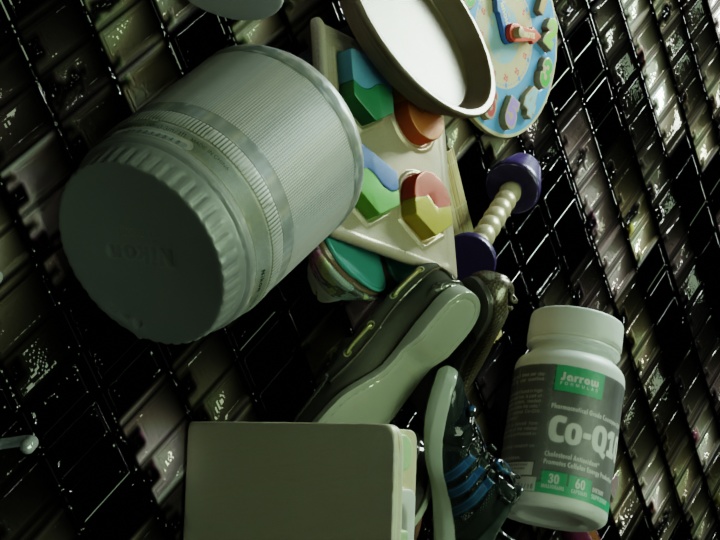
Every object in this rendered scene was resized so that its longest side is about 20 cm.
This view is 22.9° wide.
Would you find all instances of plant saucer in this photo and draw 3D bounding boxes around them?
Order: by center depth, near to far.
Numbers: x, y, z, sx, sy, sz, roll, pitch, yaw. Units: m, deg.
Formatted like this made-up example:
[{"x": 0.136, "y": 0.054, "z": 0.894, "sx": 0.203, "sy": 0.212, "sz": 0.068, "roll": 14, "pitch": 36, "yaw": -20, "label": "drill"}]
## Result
[{"x": 0.044, "y": -0.213, "z": 1.533, "sx": 0.200, "sy": 0.029, "sz": 0.201, "roll": 36, "pitch": 35, "yaw": -31, "label": "plant saucer"}]

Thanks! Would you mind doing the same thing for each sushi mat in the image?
[{"x": 0.088, "y": -0.008, "z": 1.679, "sx": 0.096, "sy": 0.012, "sz": 0.202, "roll": -39, "pitch": 119, "yaw": -49, "label": "sushi mat"}]

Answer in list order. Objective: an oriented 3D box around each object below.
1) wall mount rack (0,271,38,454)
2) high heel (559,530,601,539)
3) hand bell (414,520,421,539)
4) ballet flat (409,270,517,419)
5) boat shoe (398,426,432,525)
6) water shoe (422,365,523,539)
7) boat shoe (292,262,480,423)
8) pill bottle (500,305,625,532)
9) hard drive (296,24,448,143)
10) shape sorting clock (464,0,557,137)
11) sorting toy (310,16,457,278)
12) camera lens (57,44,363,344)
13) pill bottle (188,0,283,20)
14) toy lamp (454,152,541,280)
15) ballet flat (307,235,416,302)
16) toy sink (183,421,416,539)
[{"x": -0.263, "y": 0.077, "z": 1.098, "sx": 0.174, "sy": 0.074, "sz": 0.202, "roll": -46, "pitch": 127, "yaw": -73, "label": "wall mount rack"}, {"x": 0.233, "y": 0.237, "z": 1.793, "sx": 0.067, "sy": 0.095, "sz": 0.202, "roll": 20, "pitch": 72, "yaw": -52, "label": "high heel"}, {"x": 0.030, "y": 0.263, "z": 1.538, "sx": 0.104, "sy": 0.103, "sz": 0.202, "roll": 48, "pitch": 39, "yaw": -41, "label": "hand bell"}, {"x": 0.089, "y": 0.066, "z": 1.547, "sx": 0.046, "sy": 0.201, "sz": 0.068, "roll": -19, "pitch": 61, "yaw": -31, "label": "ballet flat"}, {"x": 0.002, "y": 0.204, "z": 1.493, "sx": 0.202, "sy": 0.071, "sz": 0.061, "roll": -59, "pitch": 137, "yaw": -35, "label": "boat shoe"}, {"x": 0.099, "y": 0.169, "z": 1.506, "sx": 0.072, "sy": 0.078, "sz": 0.202, "roll": -66, "pitch": 154, "yaw": -59, "label": "water shoe"}, {"x": 0.011, "y": 0.079, "z": 1.473, "sx": 0.202, "sy": 0.060, "sz": 0.072, "roll": -45, "pitch": 143, "yaw": 0, "label": "boat shoe"}, {"x": 0.198, "y": 0.144, "z": 1.738, "sx": 0.113, "sy": 0.112, "sz": 0.202, "roll": 32, "pitch": 62, "yaw": -49, "label": "pill bottle"}, {"x": -0.002, "y": -0.137, "z": 1.543, "sx": 0.200, "sy": 0.038, "sz": 0.141, "roll": -39, "pitch": 119, "yaw": -48, "label": "hard drive"}, {"x": 0.141, "y": -0.232, "z": 1.748, "sx": 0.199, "sy": 0.039, "sz": 0.203, "roll": 7, "pitch": 82, "yaw": -54, "label": "shape sorting clock"}, {"x": 0.027, "y": -0.100, "z": 1.490, "sx": 0.199, "sy": 0.036, "sz": 0.187, "roll": 22, "pitch": 58, "yaw": -52, "label": "sorting toy"}, {"x": -0.103, "y": -0.060, "z": 1.290, "sx": 0.200, "sy": 0.159, "sz": 0.161, "roll": -44, "pitch": 122, "yaw": -46, "label": "camera lens"}, {"x": -0.078, "y": -0.304, "z": 1.382, "sx": 0.113, "sy": 0.112, "sz": 0.202, "roll": 41, "pitch": 55, "yaw": -45, "label": "pill bottle"}, {"x": 0.129, "y": -0.056, "z": 1.687, "sx": 0.200, "sy": 0.058, "sz": 0.059, "roll": -52, "pitch": 128, "yaw": -56, "label": "toy lamp"}, {"x": 0.000, "y": 0.000, "z": 1.505, "sx": 0.199, "sy": 0.071, "sz": 0.070, "roll": 7, "pitch": 64, "yaw": -57, "label": "ballet flat"}, {"x": -0.025, "y": 0.182, "z": 1.348, "sx": 0.112, "sy": 0.198, "sz": 0.132, "roll": 11, "pitch": 78, "yaw": -53, "label": "toy sink"}]
